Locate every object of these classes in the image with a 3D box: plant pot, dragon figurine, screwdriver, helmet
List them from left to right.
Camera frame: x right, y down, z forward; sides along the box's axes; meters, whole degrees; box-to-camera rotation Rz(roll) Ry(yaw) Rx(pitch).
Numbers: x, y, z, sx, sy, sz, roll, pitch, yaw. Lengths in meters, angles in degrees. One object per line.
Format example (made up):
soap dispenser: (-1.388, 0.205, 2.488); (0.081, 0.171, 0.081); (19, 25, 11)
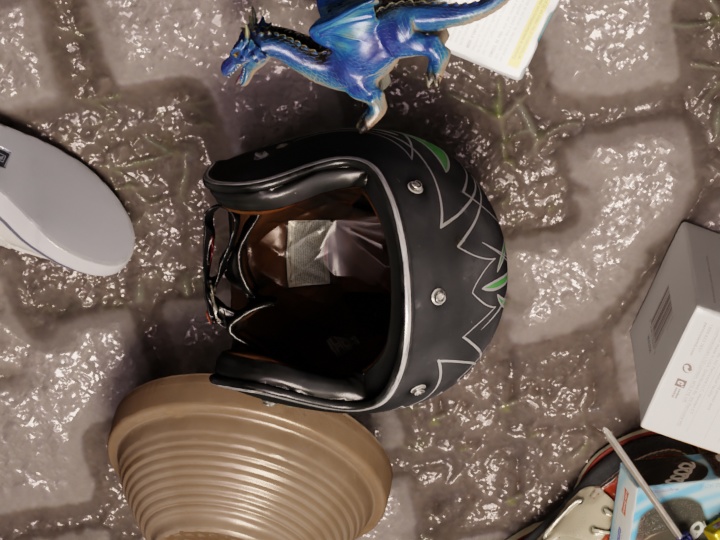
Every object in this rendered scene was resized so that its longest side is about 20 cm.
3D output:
plant pot: (-0.082, 0.161, 1.497); (0.199, 0.093, 0.201); (8, 147, 5)
helmet: (0.000, 0.000, 1.396); (0.189, 0.200, 0.202); (0, 117, 8)
dragon figurine: (0.004, -0.153, 1.339); (0.199, 0.059, 0.099); (-31, 118, 31)
screwdriver: (0.210, 0.167, 1.464); (0.029, 0.028, 0.201); (-13, 129, 23)

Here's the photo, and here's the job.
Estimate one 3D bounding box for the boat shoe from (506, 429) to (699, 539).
boat shoe: (0.164, 0.189, 1.562); (0.200, 0.063, 0.071); (-40, 107, 19)

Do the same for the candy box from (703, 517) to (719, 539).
candy box: (0.326, 0.234, 1.498); (0.102, 0.026, 0.201); (-33, 98, -9)

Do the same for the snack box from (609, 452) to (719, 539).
snack box: (0.271, 0.182, 1.534); (0.198, 0.037, 0.117); (-5, 119, -16)

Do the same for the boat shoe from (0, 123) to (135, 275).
boat shoe: (-0.246, -0.051, 1.467); (0.199, 0.071, 0.070); (29, 142, -16)

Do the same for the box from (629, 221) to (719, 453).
box: (0.291, 0.065, 1.457); (0.199, 0.125, 0.098); (19, 117, -6)

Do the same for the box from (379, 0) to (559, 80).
box: (0.027, -0.198, 1.378); (0.199, 0.049, 0.083); (22, 117, -8)
